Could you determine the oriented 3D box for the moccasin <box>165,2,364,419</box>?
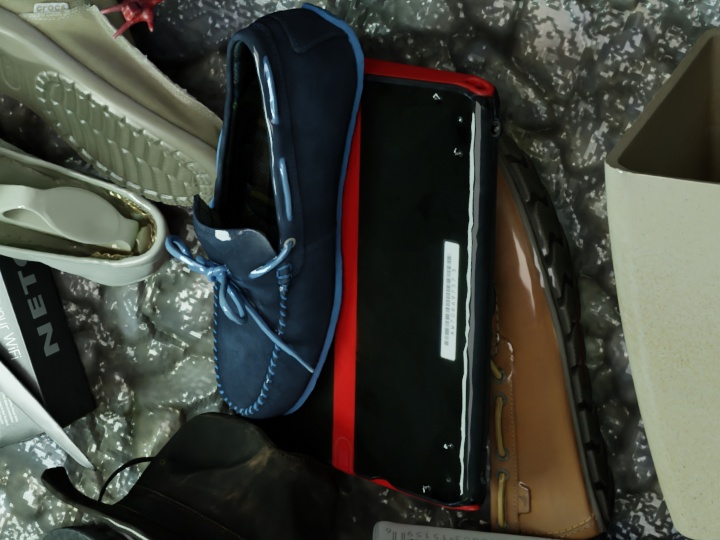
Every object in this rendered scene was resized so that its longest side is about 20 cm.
[{"bbox_3d":[-0.052,-0.026,1.093,0.080,0.068,0.201,21,113,43],"label":"moccasin"}]

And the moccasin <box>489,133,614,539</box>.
[{"bbox_3d":[0.067,0.033,1.119,0.078,0.074,0.202,-8,107,13],"label":"moccasin"}]

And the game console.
[{"bbox_3d":[0.000,0.000,1.116,0.177,0.031,0.201,13,107,44],"label":"game console"}]

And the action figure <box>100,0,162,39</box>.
[{"bbox_3d":[-0.096,-0.145,1.100,0.065,0.199,0.052,136,127,-62],"label":"action figure"}]

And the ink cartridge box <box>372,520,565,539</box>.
[{"bbox_3d":[0.101,0.188,1.047,0.199,0.174,0.044,6,123,-1],"label":"ink cartridge box"}]

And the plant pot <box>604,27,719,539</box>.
[{"bbox_3d":[0.216,0.019,1.001,0.199,0.200,0.178,10,115,18],"label":"plant pot"}]

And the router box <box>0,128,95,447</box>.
[{"bbox_3d":[-0.245,0.005,1.232,0.157,0.052,0.201,-16,95,21],"label":"router box"}]

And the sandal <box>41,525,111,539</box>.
[{"bbox_3d":[-0.091,0.191,1.202,0.200,0.048,0.076,27,112,36],"label":"sandal"}]

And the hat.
[{"bbox_3d":[-0.056,0.117,1.131,0.200,0.201,0.081,32,83,12],"label":"hat"}]

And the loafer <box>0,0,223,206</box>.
[{"bbox_3d":[-0.134,-0.106,1.152,0.200,0.068,0.076,35,155,13],"label":"loafer"}]

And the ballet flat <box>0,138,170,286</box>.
[{"bbox_3d":[-0.183,-0.038,1.147,0.200,0.069,0.070,14,108,-18],"label":"ballet flat"}]

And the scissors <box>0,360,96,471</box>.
[{"bbox_3d":[-0.204,0.024,1.185,0.200,0.014,0.073,31,108,11],"label":"scissors"}]
